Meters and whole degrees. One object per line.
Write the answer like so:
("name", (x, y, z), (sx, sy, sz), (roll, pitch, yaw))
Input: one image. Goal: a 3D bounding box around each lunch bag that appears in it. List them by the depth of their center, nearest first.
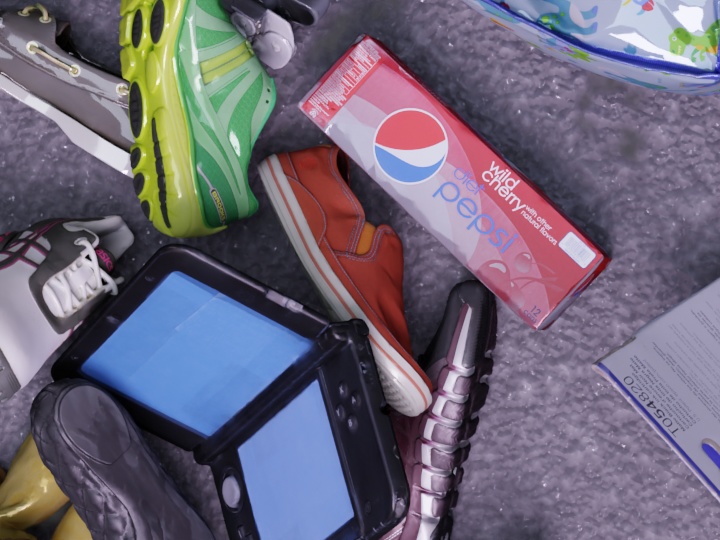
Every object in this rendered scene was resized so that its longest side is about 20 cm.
("lunch bag", (0.130, -0.176, 1.535), (0.199, 0.170, 0.128), (10, 92, 12))

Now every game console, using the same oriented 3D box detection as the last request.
("game console", (-0.080, 0.098, 1.545), (0.116, 0.200, 0.176), (-4, 68, -30))

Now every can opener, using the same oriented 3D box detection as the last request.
("can opener", (-0.115, -0.192, 1.648), (0.200, 0.053, 0.067), (31, 61, 8))

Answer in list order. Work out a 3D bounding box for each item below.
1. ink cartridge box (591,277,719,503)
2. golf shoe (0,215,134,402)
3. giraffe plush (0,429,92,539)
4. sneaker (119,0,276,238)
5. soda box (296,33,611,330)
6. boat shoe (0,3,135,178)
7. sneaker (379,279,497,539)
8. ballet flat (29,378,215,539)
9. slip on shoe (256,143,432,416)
("ink cartridge box", (0.236, 0.100, 1.500), (0.200, 0.200, 0.041), (49, 130, 12))
("golf shoe", (-0.191, 0.010, 1.580), (0.088, 0.200, 0.077), (-24, 107, 11))
("giraffe plush", (-0.226, 0.193, 1.602), (0.200, 0.162, 0.173), (-40, 83, 7))
("sneaker", (-0.095, -0.121, 1.595), (0.074, 0.083, 0.201), (7, 99, 55))
("soda box", (0.057, -0.053, 1.598), (0.200, 0.070, 0.063), (44, 97, 7))
("boat shoe", (-0.194, -0.128, 1.646), (0.201, 0.072, 0.060), (34, 94, 3))
("sneaker", (0.009, 0.093, 1.606), (0.115, 0.076, 0.201), (15, 93, 13))
("ballet flat", (-0.133, 0.152, 1.586), (0.066, 0.057, 0.200), (-30, 97, -24))
("slip on shoe", (0.000, 0.000, 1.582), (0.061, 0.074, 0.200), (-25, 55, -3))
